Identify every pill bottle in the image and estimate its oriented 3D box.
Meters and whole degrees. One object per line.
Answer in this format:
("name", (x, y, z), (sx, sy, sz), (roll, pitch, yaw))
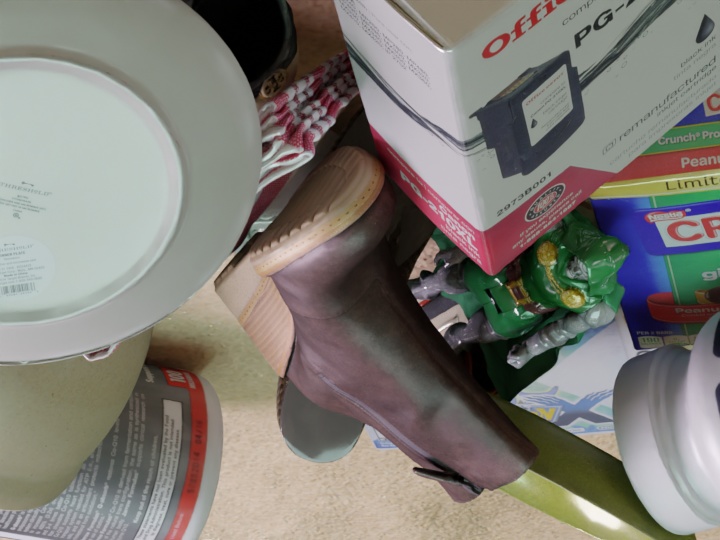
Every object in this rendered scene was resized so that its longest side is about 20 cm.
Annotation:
("pill bottle", (0.231, 0.061, 1.410), (0.199, 0.116, 0.116), (-19, 149, 30))
("pill bottle", (-0.190, 0.100, 1.678), (0.199, 0.116, 0.116), (12, 152, -22))

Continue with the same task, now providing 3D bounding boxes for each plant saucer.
("plant saucer", (0.095, 0.102, 1.514), (0.199, 0.031, 0.200), (27, 173, 3))

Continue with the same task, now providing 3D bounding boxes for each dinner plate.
("dinner plate", (-0.137, -0.036, 1.153), (0.199, 0.024, 0.201), (-5, 128, -6))

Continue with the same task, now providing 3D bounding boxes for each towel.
("towel", (-0.048, -0.036, 1.295), (0.030, 0.200, 0.146), (44, 112, 1))

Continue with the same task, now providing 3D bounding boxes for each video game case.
("video game case", (0.088, 0.058, 1.691), (0.199, 0.022, 0.182), (-4, 154, 11))

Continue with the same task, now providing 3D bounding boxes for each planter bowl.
("planter bowl", (-0.177, -0.003, 1.409), (0.200, 0.201, 0.135), (26, 118, -41))

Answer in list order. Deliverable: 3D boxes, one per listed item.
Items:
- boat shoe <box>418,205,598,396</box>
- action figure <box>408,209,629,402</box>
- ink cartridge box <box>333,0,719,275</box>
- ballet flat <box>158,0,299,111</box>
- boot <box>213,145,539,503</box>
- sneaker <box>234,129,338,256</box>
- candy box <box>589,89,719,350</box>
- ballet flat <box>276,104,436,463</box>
("boat shoe", (0.069, 0.039, 1.573), (0.071, 0.063, 0.200), (20, 140, -22))
("action figure", (0.078, 0.008, 1.432), (0.055, 0.118, 0.200), (-36, -175, -25))
("ink cartridge box", (0.073, -0.109, 1.197), (0.145, 0.084, 0.200), (-39, 155, -11))
("ballet flat", (-0.056, -0.107, 1.172), (0.057, 0.067, 0.200), (34, 169, 20))
("boot", (0.023, 0.029, 1.334), (0.166, 0.072, 0.200), (40, 159, -4))
("sneaker", (-0.037, -0.009, 1.472), (0.075, 0.089, 0.200), (3, 155, 16))
("candy box", (0.205, -0.038, 1.425), (0.168, 0.077, 0.200), (-6, 153, 10))
("ballet flat", (0.000, 0.000, 1.441), (0.067, 0.201, 0.046), (13, -163, -3))
